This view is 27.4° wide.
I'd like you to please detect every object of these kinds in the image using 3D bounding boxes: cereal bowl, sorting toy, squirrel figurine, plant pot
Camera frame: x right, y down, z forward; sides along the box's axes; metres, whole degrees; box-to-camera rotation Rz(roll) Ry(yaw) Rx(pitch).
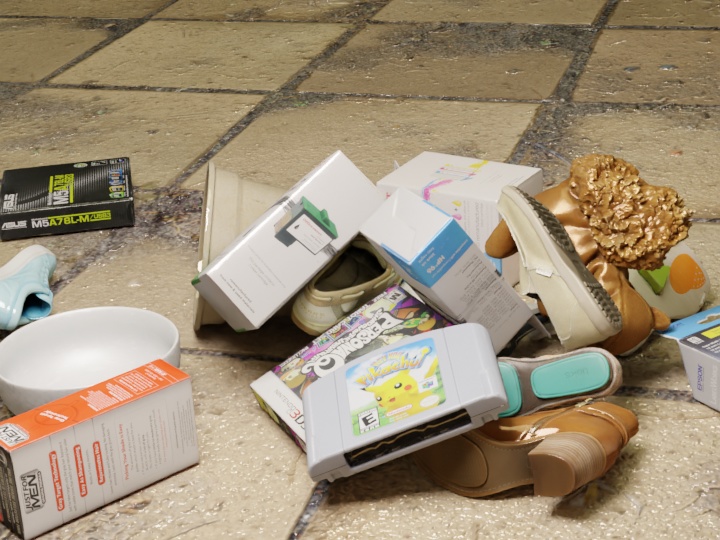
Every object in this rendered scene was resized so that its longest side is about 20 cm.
[{"bbox_3d":[-0.289,0.116,1.582,0.199,0.084,0.200,-3,24,1],"label":"cereal bowl"},{"bbox_3d":[0.281,0.027,1.716,0.199,0.107,0.180,10,46,28],"label":"sorting toy"},{"bbox_3d":[0.260,-0.014,1.576,0.141,0.200,0.187,7,44,-34],"label":"squirrel figurine"},{"bbox_3d":[-0.100,-0.021,1.765,0.182,0.202,0.201,5,23,-7],"label":"plant pot"}]

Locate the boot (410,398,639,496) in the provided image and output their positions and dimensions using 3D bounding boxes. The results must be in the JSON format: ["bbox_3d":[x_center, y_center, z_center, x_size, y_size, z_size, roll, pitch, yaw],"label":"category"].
[{"bbox_3d":[0.159,0.158,1.436,0.199,0.077,0.155,0,14,35],"label":"boot"}]

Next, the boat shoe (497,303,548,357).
[{"bbox_3d":[0.132,0.083,1.629,0.199,0.062,0.073,-19,11,-34],"label":"boat shoe"}]

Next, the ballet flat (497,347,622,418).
[{"bbox_3d":[0.177,0.120,1.523,0.199,0.069,0.067,-6,-9,26],"label":"ballet flat"}]

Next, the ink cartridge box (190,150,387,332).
[{"bbox_3d":[-0.078,-0.030,1.608,0.200,0.084,0.146,-44,6,-13],"label":"ink cartridge box"}]

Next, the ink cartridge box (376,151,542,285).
[{"bbox_3d":[0.117,-0.064,1.876,0.199,0.129,0.125,10,27,31],"label":"ink cartridge box"}]

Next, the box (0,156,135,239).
[{"bbox_3d":[-0.429,-0.108,2.162,0.192,0.048,0.200,-5,23,-8],"label":"box"}]

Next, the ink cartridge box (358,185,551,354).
[{"bbox_3d":[0.100,0.014,1.532,0.068,0.200,0.116,-46,33,-5],"label":"ink cartridge box"}]

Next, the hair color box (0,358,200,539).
[{"bbox_3d":[-0.256,0.170,1.431,0.199,0.102,0.061,-21,30,-36],"label":"hair color box"}]

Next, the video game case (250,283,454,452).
[{"bbox_3d":[0.005,0.108,1.527,0.200,0.036,0.181,-34,32,-12],"label":"video game case"}]

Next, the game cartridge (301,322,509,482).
[{"bbox_3d":[0.038,0.121,1.418,0.199,0.041,0.134,-22,29,7],"label":"game cartridge"}]

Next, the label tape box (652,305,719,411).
[{"bbox_3d":[0.423,0.099,1.538,0.143,0.066,0.200,-17,24,-28],"label":"label tape box"}]

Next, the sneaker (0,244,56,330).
[{"bbox_3d":[-0.414,0.031,1.837,0.082,0.074,0.200,31,24,3],"label":"sneaker"}]

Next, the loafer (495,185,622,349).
[{"bbox_3d":[0.189,-0.003,1.519,0.076,0.068,0.200,20,35,-55],"label":"loafer"}]

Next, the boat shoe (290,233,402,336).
[{"bbox_3d":[-0.002,-0.001,1.649,0.073,0.063,0.200,38,45,17],"label":"boat shoe"}]

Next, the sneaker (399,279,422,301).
[{"bbox_3d":[0.050,0.040,1.730,0.080,0.077,0.200,-16,20,0],"label":"sneaker"}]
